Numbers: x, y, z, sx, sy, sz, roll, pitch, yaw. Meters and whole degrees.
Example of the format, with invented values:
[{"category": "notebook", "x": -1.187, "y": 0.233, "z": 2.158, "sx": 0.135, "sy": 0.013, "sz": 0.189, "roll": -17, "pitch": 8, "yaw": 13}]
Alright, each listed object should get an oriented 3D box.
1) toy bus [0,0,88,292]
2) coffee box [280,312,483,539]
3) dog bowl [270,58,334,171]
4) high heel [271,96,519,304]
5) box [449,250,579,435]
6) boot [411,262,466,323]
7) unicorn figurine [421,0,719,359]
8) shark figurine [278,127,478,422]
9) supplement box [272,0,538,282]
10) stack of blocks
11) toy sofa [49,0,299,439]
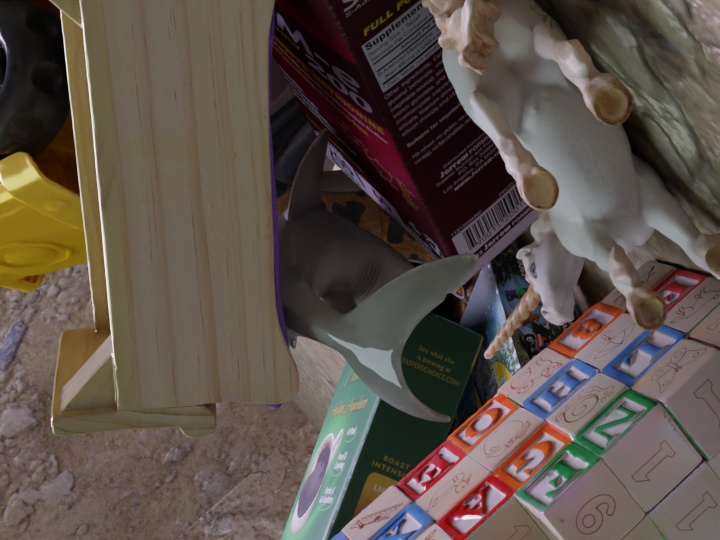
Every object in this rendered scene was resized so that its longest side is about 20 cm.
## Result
[{"category": "toy bus", "x": -0.176, "y": -0.088, "z": 0.832, "sx": 0.135, "sy": 0.191, "sz": 0.201, "roll": 16, "pitch": -122, "yaw": -53}, {"category": "coffee box", "x": -0.004, "y": 0.121, "z": 0.884, "sx": 0.044, "sy": 0.201, "sz": 0.123, "roll": 22, "pitch": 167, "yaw": -8}, {"category": "dog bowl", "x": -0.110, "y": -0.090, "z": 0.950, "sx": 0.200, "sy": 0.199, "sz": 0.059, "roll": 43, "pitch": 147, "yaw": 41}, {"category": "high heel", "x": 0.000, "y": 0.000, "z": 0.900, "sx": 0.200, "sy": 0.142, "sz": 0.071, "roll": 53, "pitch": 170, "yaw": -27}, {"category": "box", "x": 0.077, "y": 0.099, "z": 0.894, "sx": 0.200, "sy": 0.037, "sz": 0.137, "roll": 106, "pitch": 154, "yaw": -58}, {"category": "boot", "x": 0.048, "y": 0.041, "z": 1.165, "sx": 0.201, "sy": 0.076, "sz": 0.155, "roll": 59, "pitch": 166, "yaw": -17}, {"category": "unicorn figurine", "x": 0.075, "y": -0.032, "z": 0.634, "sx": 0.137, "sy": 0.073, "sz": 0.201, "roll": -125, "pitch": 13, "yaw": -60}, {"category": "shark figurine", "x": -0.017, "y": -0.012, "z": 0.741, "sx": 0.127, "sy": 0.090, "sz": 0.215, "roll": 17, "pitch": -173, "yaw": -4}, {"category": "supplement box", "x": 0.007, "y": -0.092, "z": 0.726, "sx": 0.109, "sy": 0.061, "sz": 0.200, "roll": 45, "pitch": 170, "yaw": 36}, {"category": "stack of blocks", "x": 0.076, "y": 0.088, "z": 0.673, "sx": 0.059, "sy": 0.200, "sz": 0.115, "roll": 51, "pitch": 173, "yaw": -15}, {"category": "toy sofa", "x": -0.078, "y": -0.042, "z": 0.678, "sx": 0.083, "sy": 0.097, "sz": 0.201, "roll": -108, "pitch": 15, "yaw": -66}]
